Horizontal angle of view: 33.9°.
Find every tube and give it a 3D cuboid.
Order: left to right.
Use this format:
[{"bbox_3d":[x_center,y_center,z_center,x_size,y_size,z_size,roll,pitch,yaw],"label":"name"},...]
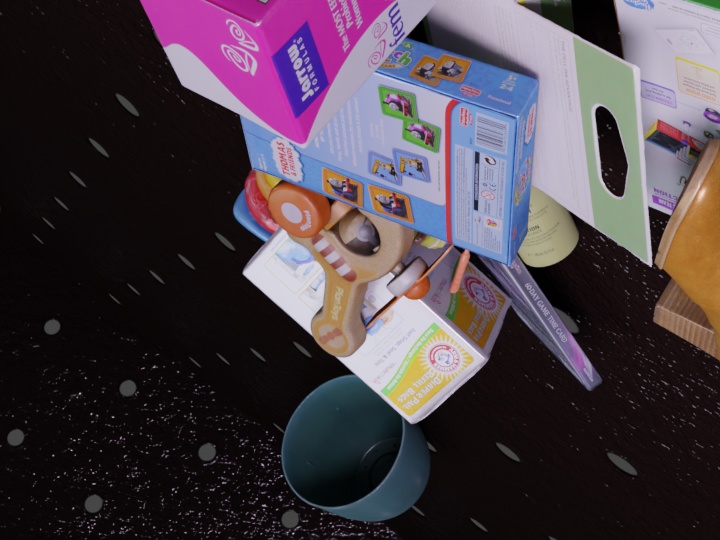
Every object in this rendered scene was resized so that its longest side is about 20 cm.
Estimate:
[{"bbox_3d":[0.103,-0.084,0.879,0.052,0.058,0.200,35,164,52],"label":"tube"}]

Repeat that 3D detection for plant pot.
[{"bbox_3d":[0.011,0.274,1.729,0.200,0.201,0.161,26,169,39],"label":"plant pot"}]

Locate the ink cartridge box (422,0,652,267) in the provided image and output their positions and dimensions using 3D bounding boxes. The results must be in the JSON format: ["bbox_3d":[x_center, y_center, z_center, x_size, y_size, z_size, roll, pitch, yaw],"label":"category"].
[{"bbox_3d":[0.114,-0.109,0.710,0.200,0.048,0.146,38,155,43],"label":"ink cartridge box"}]

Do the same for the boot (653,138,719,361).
[{"bbox_3d":[0.246,0.010,0.674,0.144,0.071,0.201,25,159,22],"label":"boot"}]

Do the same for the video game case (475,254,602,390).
[{"bbox_3d":[0.128,0.003,1.018,0.200,0.019,0.143,53,180,-32],"label":"video game case"}]

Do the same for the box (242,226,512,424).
[{"bbox_3d":[0.018,0.015,1.020,0.200,0.113,0.101,42,121,-3],"label":"box"}]

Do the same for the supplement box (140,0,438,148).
[{"bbox_3d":[-0.017,-0.182,0.644,0.103,0.200,0.101,31,161,28],"label":"supplement box"}]

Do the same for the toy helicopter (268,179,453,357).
[{"bbox_3d":[0.000,0.000,0.909,0.132,0.079,0.200,27,139,16],"label":"toy helicopter"}]

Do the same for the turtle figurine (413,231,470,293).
[{"bbox_3d":[0.023,-0.076,0.947,0.161,0.064,0.200,56,172,44],"label":"turtle figurine"}]

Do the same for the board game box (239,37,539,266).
[{"bbox_3d":[0.012,-0.090,0.753,0.200,0.037,0.151,21,151,17],"label":"board game box"}]

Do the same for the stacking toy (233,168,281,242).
[{"bbox_3d":[-0.047,-0.109,1.083,0.110,0.116,0.200,34,150,11],"label":"stacking toy"}]

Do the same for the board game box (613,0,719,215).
[{"bbox_3d":[0.223,-0.082,0.656,0.153,0.040,0.200,29,159,33],"label":"board game box"}]

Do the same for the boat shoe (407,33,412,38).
[{"bbox_3d":[-0.027,-0.223,0.801,0.201,0.063,0.074,35,164,-35],"label":"boat shoe"}]
